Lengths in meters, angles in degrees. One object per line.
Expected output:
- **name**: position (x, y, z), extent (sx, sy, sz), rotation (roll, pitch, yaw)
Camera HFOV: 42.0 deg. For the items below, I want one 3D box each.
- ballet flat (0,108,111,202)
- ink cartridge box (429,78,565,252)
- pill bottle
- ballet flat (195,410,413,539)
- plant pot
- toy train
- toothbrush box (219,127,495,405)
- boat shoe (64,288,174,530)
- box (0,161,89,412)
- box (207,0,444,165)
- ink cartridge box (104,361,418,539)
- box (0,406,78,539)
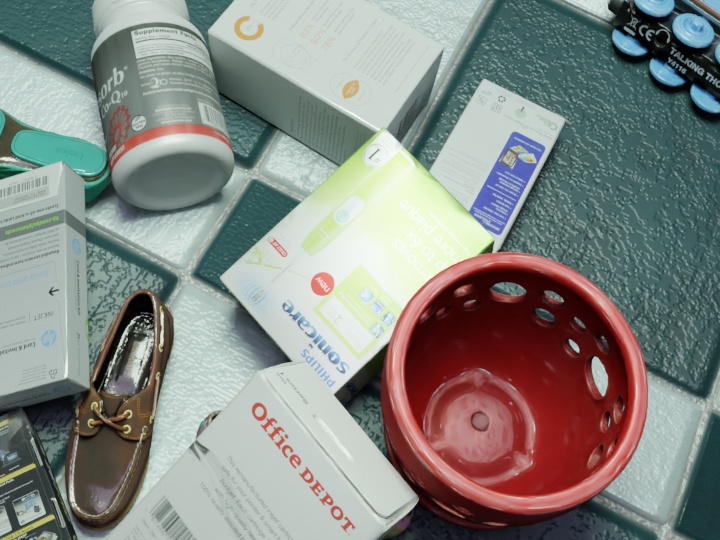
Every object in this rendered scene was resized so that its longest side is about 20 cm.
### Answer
- **ballet flat**: position (-0.332, -0.109, 0.875), extent (0.198, 0.071, 0.068), rotation (20, 53, -10)
- **ink cartridge box**: position (0.122, -0.092, 0.938), extent (0.099, 0.039, 0.201), rotation (28, 65, 7)
- **pill bottle**: position (-0.195, -0.171, 0.897), extent (0.114, 0.116, 0.202), rotation (-12, 67, -11)
- **ballet flat**: position (-0.047, 0.170, 0.784), extent (0.198, 0.071, 0.070), rotation (22, 62, 4)
- **plant pot**: position (0.108, 0.112, 0.765), extent (0.197, 0.183, 0.203), rotation (3, 65, -6)
- **toy train**: position (0.364, -0.255, 1.016), extent (0.199, 0.087, 0.114), rotation (40, 59, 14)
- **toothbrush box**: position (0.000, 0.000, 0.836), extent (0.200, 0.086, 0.146), rotation (-42, 76, -5)
- **boat shoe**: position (-0.207, 0.113, 0.794), extent (0.069, 0.070, 0.203), rotation (9, 66, -3)
- **box**: position (-0.312, 0.020, 0.811), extent (0.154, 0.041, 0.203), rotation (-15, 65, 12)
- **box**: position (-0.036, -0.203, 0.939), extent (0.199, 0.098, 0.125), rotation (32, 67, 8)
- **ink cartridge box**: position (-0.075, 0.189, 0.710), extent (0.200, 0.084, 0.146), rotation (-46, 75, 17)
- **box**: position (-0.327, 0.219, 0.723), extent (0.198, 0.049, 0.162), rotation (-26, 56, -17)
